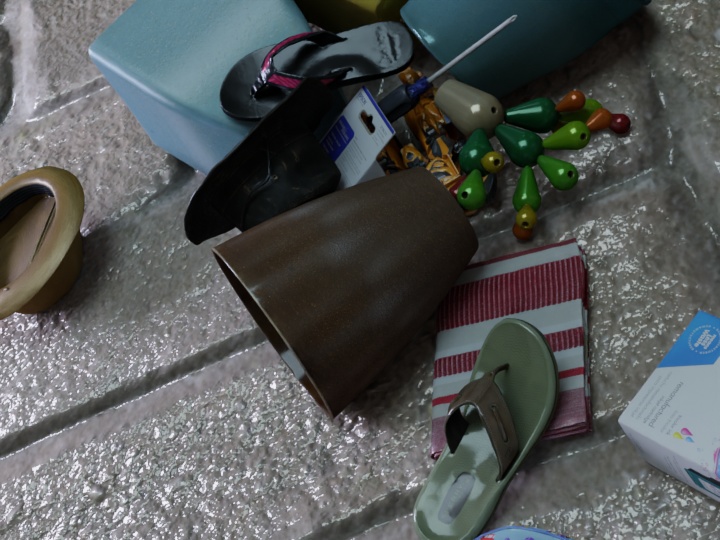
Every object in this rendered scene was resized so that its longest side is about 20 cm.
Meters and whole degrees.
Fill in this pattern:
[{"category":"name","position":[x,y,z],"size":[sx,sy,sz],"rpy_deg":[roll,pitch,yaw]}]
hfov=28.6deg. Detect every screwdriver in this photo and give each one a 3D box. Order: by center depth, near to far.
[{"category":"screwdriver","position":[0.074,-0.189,1.338],"size":[0.200,0.029,0.028],"rpy_deg":[-35,66,44]}]

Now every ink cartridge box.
[{"category":"ink cartridge box","position":[0.310,0.124,1.049],"size":[0.200,0.067,0.116],"rpy_deg":[27,72,42]},{"category":"ink cartridge box","position":[-0.031,-0.079,1.392],"size":[0.200,0.037,0.095],"rpy_deg":[-53,38,20]}]

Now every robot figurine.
[{"category":"robot figurine","position":[0.053,-0.109,1.400],"size":[0.145,0.058,0.200],"rpy_deg":[-32,45,9]}]

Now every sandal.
[{"category":"sandal","position":[0.100,0.134,1.148],"size":[0.080,0.057,0.201],"rpy_deg":[19,82,33]},{"category":"sandal","position":[-0.047,-0.203,1.376],"size":[0.200,0.045,0.075],"rpy_deg":[-17,73,4]}]

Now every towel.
[{"category":"towel","position":[0.132,0.068,1.237],"size":[0.144,0.023,0.200],"rpy_deg":[-14,48,23]}]

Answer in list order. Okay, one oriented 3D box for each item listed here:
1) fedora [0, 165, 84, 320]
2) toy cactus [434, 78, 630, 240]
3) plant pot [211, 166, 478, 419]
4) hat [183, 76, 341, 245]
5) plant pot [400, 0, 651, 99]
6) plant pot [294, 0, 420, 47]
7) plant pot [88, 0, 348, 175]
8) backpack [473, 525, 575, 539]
[{"category":"fedora","position":[-0.368,-0.018,1.570],"size":[0.200,0.082,0.201],"rpy_deg":[-16,53,23]},{"category":"toy cactus","position":[0.141,-0.121,1.319],"size":[0.200,0.102,0.165],"rpy_deg":[-40,61,-22]},{"category":"plant pot","position":[0.000,0.000,1.272],"size":[0.200,0.187,0.187],"rpy_deg":[-36,44,-8]},{"category":"hat","position":[-0.073,-0.082,1.333],"size":[0.081,0.201,0.201],"rpy_deg":[40,79,12]},{"category":"plant pot","position":[0.150,-0.271,1.390],"size":[0.188,0.200,0.200],"rpy_deg":[-44,43,13]},{"category":"plant pot","position":[0.015,-0.345,1.497],"size":[0.176,0.200,0.200],"rpy_deg":[42,88,20]},{"category":"plant pot","position":[-0.124,-0.201,1.500],"size":[0.200,0.196,0.196],"rpy_deg":[38,79,29]},{"category":"backpack","position":[0.116,0.271,1.006],"size":[0.182,0.135,0.200],"rpy_deg":[11,59,36]}]
